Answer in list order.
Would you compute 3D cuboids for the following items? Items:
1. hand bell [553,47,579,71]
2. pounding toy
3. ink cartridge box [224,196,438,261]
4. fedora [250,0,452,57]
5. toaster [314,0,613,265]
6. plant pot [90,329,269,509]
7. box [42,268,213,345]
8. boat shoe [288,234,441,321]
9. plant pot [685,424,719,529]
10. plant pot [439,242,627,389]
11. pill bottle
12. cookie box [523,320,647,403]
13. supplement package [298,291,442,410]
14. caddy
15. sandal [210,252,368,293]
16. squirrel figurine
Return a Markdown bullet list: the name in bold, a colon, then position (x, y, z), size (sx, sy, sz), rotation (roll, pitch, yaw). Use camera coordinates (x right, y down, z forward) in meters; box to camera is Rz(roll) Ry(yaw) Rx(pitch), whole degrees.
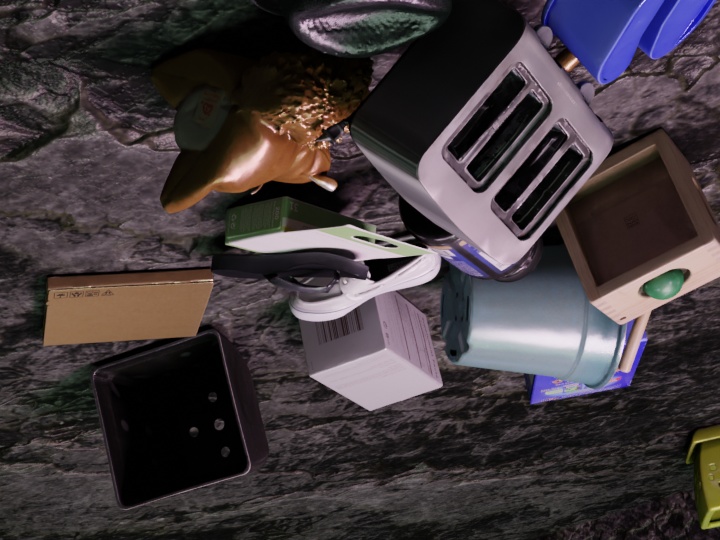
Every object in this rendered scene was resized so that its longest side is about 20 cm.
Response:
- **hand bell**: position (0.198, -0.201, 1.213), size (0.200, 0.104, 0.104), rotation (-39, 145, 25)
- **pounding toy**: position (0.331, -0.018, 1.472), size (0.184, 0.200, 0.142), rotation (-29, 150, 21)
- **ink cartridge box**: position (-0.033, -0.044, 1.385), size (0.200, 0.048, 0.145), rotation (-9, 163, 44)
- **fedora**: position (0.003, -0.233, 1.024), size (0.200, 0.092, 0.201), rotation (-9, 155, -4)
- **toaster**: position (0.101, -0.121, 1.097), size (0.200, 0.119, 0.181), rotation (-49, 132, -1)
- **plant pot**: position (-0.234, 0.212, 1.761), size (0.199, 0.200, 0.177), rotation (-19, 167, 13)
- **box**: position (-0.293, 0.048, 1.566), size (0.200, 0.021, 0.164), rotation (-3, 154, -18)
- **boat shoe**: position (0.000, 0.000, 1.553), size (0.200, 0.074, 0.065), rotation (-23, 150, 0)
- **plant pot**: position (0.795, 0.422, 2.642), size (0.199, 0.182, 0.200), rotation (-14, 155, 3)
- **plant pot**: position (0.214, 0.050, 1.619), size (0.196, 0.201, 0.200), rotation (3, 152, -11)
- **pill bottle**: position (0.134, -0.054, 1.436), size (0.112, 0.112, 0.200), rotation (-22, 153, 21)
- **cookie box**: position (0.346, 0.129, 1.955), size (0.171, 0.075, 0.200), rotation (-11, 155, -2)
- **supplement package**: position (0.014, 0.099, 1.697), size (0.117, 0.117, 0.200), rotation (-21, 153, 17)
- **caddy**: position (0.235, -0.256, 1.072), size (0.141, 0.105, 0.200), rotation (-26, 161, -25)
- **sandal**: position (-0.079, 0.007, 1.441), size (0.200, 0.043, 0.076), rotation (0, 169, 28)
- **squirrel figurine**: position (-0.070, -0.132, 1.163), size (0.200, 0.142, 0.187), rotation (-23, 159, 28)
